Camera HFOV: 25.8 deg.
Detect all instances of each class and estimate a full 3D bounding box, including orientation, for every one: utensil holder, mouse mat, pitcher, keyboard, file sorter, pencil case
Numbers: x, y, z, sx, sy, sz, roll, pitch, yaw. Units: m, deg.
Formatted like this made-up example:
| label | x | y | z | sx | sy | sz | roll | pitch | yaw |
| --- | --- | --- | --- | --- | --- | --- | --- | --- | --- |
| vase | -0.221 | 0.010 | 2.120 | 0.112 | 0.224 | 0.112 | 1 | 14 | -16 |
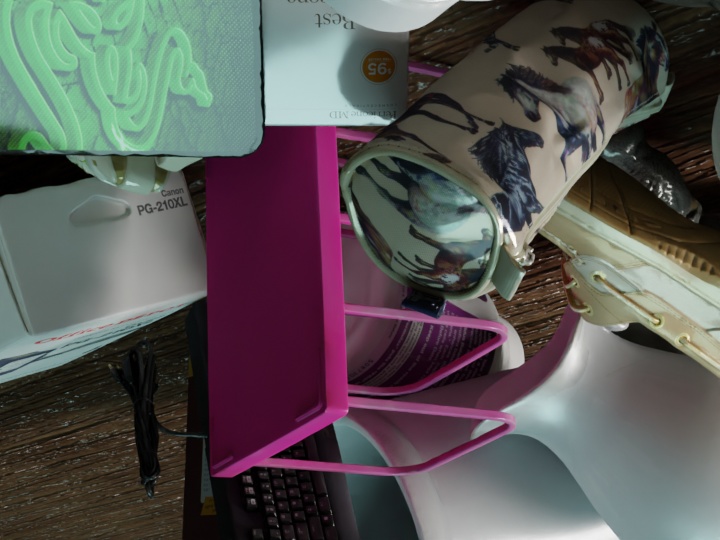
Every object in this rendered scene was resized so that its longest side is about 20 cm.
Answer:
| label | x | y | z | sx | sy | sz | roll | pitch | yaw |
| --- | --- | --- | --- | --- | --- | --- | --- | --- | --- |
| utensil holder | 0.083 | 0.150 | 0.991 | 0.198 | 0.172 | 0.170 | -12 | 166 | -28 |
| mouse mat | -0.120 | -0.129 | 0.651 | 0.159 | 0.008 | 0.202 | 1 | 131 | -1 |
| pitcher | 0.186 | 0.080 | 0.880 | 0.199 | 0.173 | 0.121 | 34 | -165 | -1 |
| keyboard | -0.074 | 0.089 | 0.885 | 0.125 | 0.201 | 0.021 | 1 | 131 | -16 |
| file sorter | 0.000 | 0.000 | 0.843 | 0.124 | 0.203 | 0.139 | 8 | 158 | -27 |
| pencil case | 0.074 | -0.061 | 0.715 | 0.089 | 0.200 | 0.078 | 42 | 136 | 5 |

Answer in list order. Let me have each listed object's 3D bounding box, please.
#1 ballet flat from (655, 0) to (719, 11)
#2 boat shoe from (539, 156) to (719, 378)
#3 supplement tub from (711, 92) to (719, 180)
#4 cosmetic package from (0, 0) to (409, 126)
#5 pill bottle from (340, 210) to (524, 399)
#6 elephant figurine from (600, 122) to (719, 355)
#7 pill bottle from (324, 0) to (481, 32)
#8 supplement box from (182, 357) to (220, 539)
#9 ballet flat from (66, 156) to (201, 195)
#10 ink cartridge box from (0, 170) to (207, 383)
| label | x | y | z | sx | sy | sz | roll | pitch | yaw |
| --- | --- | --- | --- | --- | --- | --- | --- | --- | --- |
| ballet flat | 0.169 | -0.138 | 0.654 | 0.198 | 0.069 | 0.068 | 4 | -176 | -44 |
| boat shoe | 0.136 | -0.001 | 0.804 | 0.198 | 0.074 | 0.070 | 30 | 119 | -3 |
| supplement tub | 0.278 | -0.045 | 0.799 | 0.143 | 0.147 | 0.199 | -17 | 153 | 36 |
| cosmetic package | -0.076 | -0.110 | 0.711 | 0.197 | 0.051 | 0.083 | -1 | 120 | 0 |
| pill bottle | 0.027 | 0.042 | 1.063 | 0.111 | 0.114 | 0.199 | -15 | 154 | 33 |
| elephant figurine | 0.180 | -0.008 | 0.954 | 0.198 | 0.157 | 0.142 | 18 | -172 | -16 |
| pill bottle | 0.051 | -0.164 | 0.547 | 0.110 | 0.113 | 0.200 | 12 | 156 | -27 |
| supplement box | -0.028 | 0.152 | 1.219 | 0.132 | 0.203 | 0.196 | 18 | 153 | -39 |
| ballet flat | -0.108 | -0.078 | 0.827 | 0.075 | 0.065 | 0.199 | 12 | 156 | -30 |
| ink cartridge box | -0.205 | 0.014 | 0.966 | 0.144 | 0.085 | 0.199 | -16 | 174 | -44 |
